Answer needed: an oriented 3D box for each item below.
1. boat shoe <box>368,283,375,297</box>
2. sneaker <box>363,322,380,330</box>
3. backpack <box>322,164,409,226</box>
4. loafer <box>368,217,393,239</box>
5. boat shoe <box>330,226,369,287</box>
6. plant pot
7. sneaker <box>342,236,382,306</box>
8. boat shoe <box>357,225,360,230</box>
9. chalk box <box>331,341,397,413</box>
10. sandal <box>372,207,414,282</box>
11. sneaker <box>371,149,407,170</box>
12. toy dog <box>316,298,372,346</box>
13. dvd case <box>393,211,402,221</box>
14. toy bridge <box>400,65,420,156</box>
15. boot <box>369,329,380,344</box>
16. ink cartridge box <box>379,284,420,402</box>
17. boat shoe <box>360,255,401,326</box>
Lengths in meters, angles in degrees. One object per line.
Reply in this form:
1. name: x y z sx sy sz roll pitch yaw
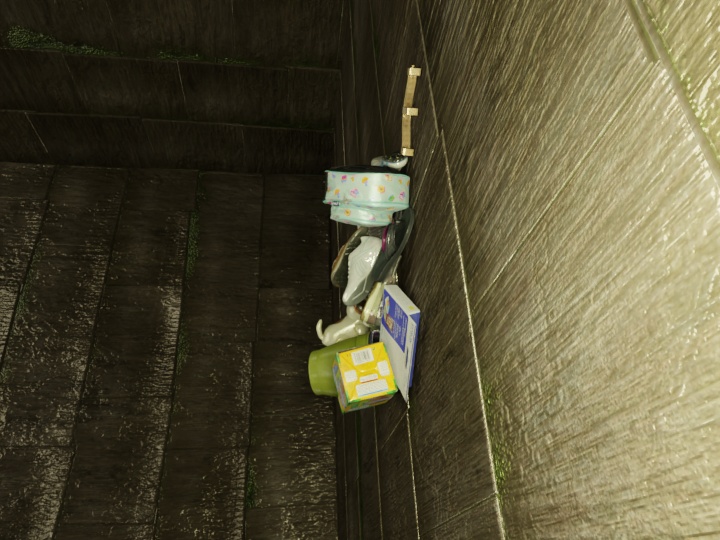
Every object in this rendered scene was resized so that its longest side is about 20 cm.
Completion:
1. boat shoe: 0.054 0.080 1.531 0.203 0.073 0.066 90 172 -55
2. sneaker: 0.055 0.130 1.439 0.200 0.088 0.068 136 136 -79
3. backpack: 0.023 -0.185 1.327 0.198 0.174 0.156 0 91 43
4. loafer: 0.063 -0.147 1.453 0.072 0.071 0.203 -13 81 37
5. boat shoe: -0.027 -0.050 1.518 0.201 0.075 0.074 -56 26 16
6. plant pot: -0.049 0.296 1.614 0.200 0.190 0.204 -9 -90 -80
7. sneaker: 0.000 0.000 1.386 0.202 0.079 0.071 -61 -27 -19
8. boat shoe: 0.031 -0.100 1.725 0.069 0.070 0.203 79 -177 -87
9. chalk box: 0.003 0.274 1.340 0.201 0.123 0.125 105 151 -65
10. sandal: 0.070 -0.062 1.298 0.202 0.047 0.076 -63 23 19
11. sneaker: 0.079 -0.267 1.404 0.200 0.071 0.073 -156 47 -75
12. toy dog: -0.027 0.178 1.769 0.201 0.193 0.140 -56 -5 2
13. dvd case: 0.089 -0.189 1.500 0.150 0.016 0.202 98 169 -48
14. toy bridge: 0.116 -0.378 1.280 0.067 0.027 0.203 -108 20 -71
15. boot: 0.051 0.252 1.469 0.201 0.072 0.091 -100 -1 -59
16. ink cartridge box: 0.097 0.163 1.258 0.200 0.046 0.201 -130 41 -59
17. boat shoe: 0.065 0.048 1.380 0.203 0.065 0.072 -63 0 -16
